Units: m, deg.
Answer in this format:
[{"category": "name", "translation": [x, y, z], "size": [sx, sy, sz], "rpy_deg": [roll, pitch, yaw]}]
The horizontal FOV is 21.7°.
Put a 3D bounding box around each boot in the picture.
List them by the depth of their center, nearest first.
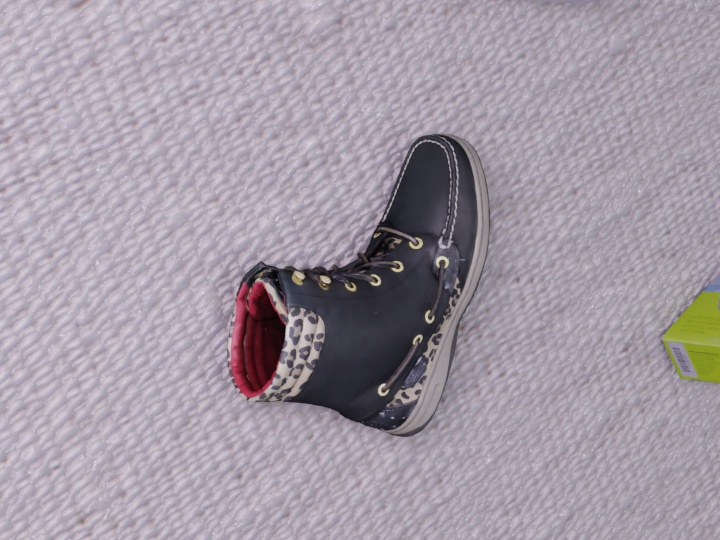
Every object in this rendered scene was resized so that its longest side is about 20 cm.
[{"category": "boot", "translation": [0.001, 0.001, 1.200], "size": [0.154, 0.073, 0.204], "rpy_deg": [12, 90, -45]}]

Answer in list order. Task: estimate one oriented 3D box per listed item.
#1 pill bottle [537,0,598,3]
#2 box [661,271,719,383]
[{"category": "pill bottle", "translation": [0.131, -0.286, 1.257], "size": [0.116, 0.116, 0.200], "rpy_deg": [8, 90, -41]}, {"category": "box", "translation": [0.342, 0.012, 1.464], "size": [0.200, 0.122, 0.048], "rpy_deg": [-44, 119, -28]}]
